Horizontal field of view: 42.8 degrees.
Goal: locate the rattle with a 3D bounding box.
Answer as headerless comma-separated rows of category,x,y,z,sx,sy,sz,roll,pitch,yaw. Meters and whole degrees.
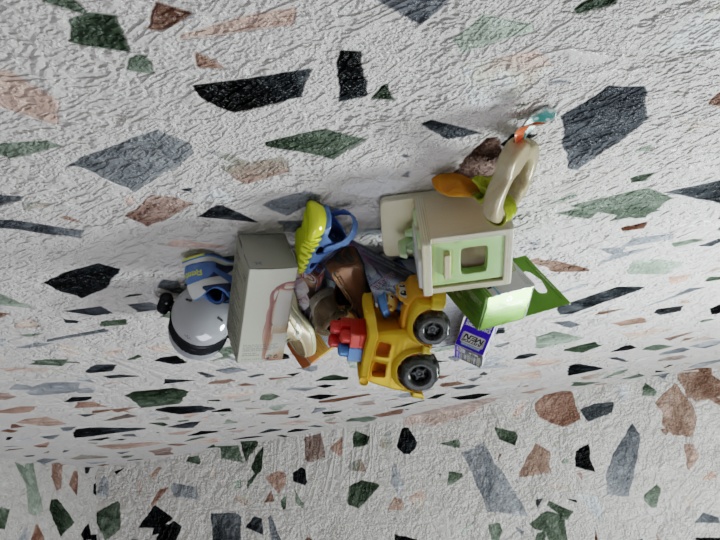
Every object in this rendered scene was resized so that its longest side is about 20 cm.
rattle,0.183,-0.169,1.283,0.130,0.143,0.201,-35,151,-16

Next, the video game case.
video game case,0.000,0.000,1.623,0.198,0.019,0.143,28,151,-15

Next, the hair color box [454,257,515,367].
hair color box,0.245,0.076,1.777,0.064,0.202,0.109,20,165,12

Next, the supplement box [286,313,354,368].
supplement box,-0.049,0.114,1.854,0.199,0.069,0.066,-37,180,-24

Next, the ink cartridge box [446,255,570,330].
ink cartridge box,0.249,0.008,1.570,0.198,0.148,0.077,-14,133,-25

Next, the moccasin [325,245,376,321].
moccasin,-0.019,0.042,1.588,0.077,0.074,0.202,-22,148,-4

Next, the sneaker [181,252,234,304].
sneaker,-0.237,0.025,1.645,0.073,0.083,0.199,-22,158,38

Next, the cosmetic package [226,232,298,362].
cosmetic package,-0.169,0.047,1.552,0.086,0.104,0.202,-2,129,-19

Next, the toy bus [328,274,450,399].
toy bus,0.045,0.096,1.546,0.189,0.136,0.202,9,117,-6

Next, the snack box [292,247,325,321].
snack box,-0.110,0.034,1.687,0.071,0.024,0.201,35,150,11

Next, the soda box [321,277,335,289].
soda box,-0.083,0.045,1.787,0.067,0.064,0.200,6,158,-29

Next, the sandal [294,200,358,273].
sandal,-0.059,-0.047,1.489,0.086,0.081,0.200,0,163,-15

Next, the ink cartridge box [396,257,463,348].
ink cartridge box,0.124,0.075,1.738,0.135,0.076,0.202,-6,124,-25

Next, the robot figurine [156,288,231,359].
robot figurine,-0.310,0.100,1.787,0.148,0.126,0.200,-12,165,-18

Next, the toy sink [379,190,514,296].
toy sink,0.134,-0.044,1.447,0.197,0.113,0.131,-6,138,0

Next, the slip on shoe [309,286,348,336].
slip on shoe,-0.050,0.093,1.712,0.075,0.061,0.200,-31,160,-11

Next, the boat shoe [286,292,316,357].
boat shoe,-0.140,0.096,1.708,0.072,0.065,0.202,19,143,37
